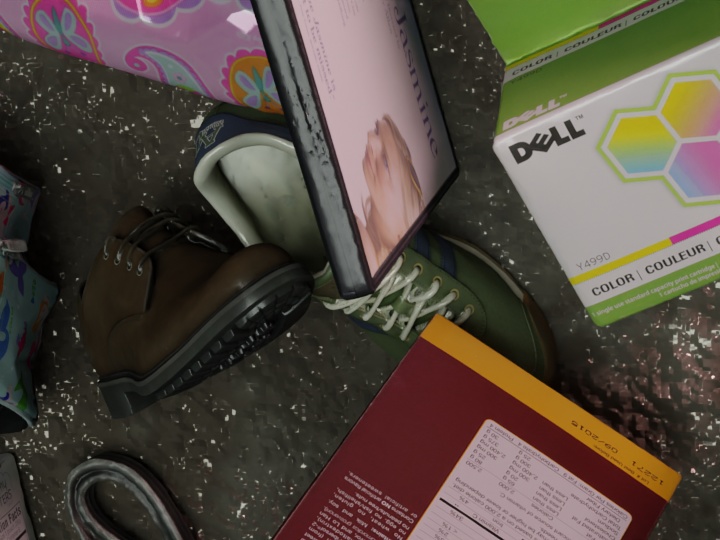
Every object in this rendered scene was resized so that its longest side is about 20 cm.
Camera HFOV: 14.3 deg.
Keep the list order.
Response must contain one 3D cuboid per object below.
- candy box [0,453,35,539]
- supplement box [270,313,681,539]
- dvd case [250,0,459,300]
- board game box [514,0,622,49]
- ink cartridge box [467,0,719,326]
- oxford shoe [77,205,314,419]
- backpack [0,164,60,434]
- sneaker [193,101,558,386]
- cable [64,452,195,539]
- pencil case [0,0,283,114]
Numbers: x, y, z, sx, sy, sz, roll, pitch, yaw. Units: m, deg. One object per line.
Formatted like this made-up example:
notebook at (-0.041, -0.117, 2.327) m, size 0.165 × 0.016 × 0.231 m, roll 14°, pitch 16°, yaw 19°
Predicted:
candy box at (-0.232, 0.206, 1.421) m, size 0.167 × 0.072 × 0.201 m, roll -11°, pitch 102°, yaw 18°
supplement box at (0.011, 0.170, 1.245) m, size 0.132 × 0.200 × 0.198 m, roll 33°, pitch 132°, yaw 5°
dvd case at (0.000, -0.082, 1.206) m, size 0.017 × 0.200 × 0.144 m, roll -14°, pitch 102°, yaw 15°
board game box at (0.111, -0.204, 1.236) m, size 0.120 × 0.032 × 0.200 m, roll 42°, pitch 112°, yaw 6°
ink cartridge box at (0.119, -0.097, 1.209) m, size 0.147 × 0.076 × 0.201 m, roll -23°, pitch 115°, yaw 20°
oxford shoe at (-0.085, 0.011, 1.280) m, size 0.200 × 0.072 × 0.085 m, roll -22°, pitch 94°, yaw 61°
backpack at (-0.239, 0.004, 1.301) m, size 0.176 × 0.200 × 0.152 m, roll 6°, pitch 87°, yaw 15°
sneaker at (0.000, 0.000, 1.289) m, size 0.200 × 0.090 × 0.067 m, roll 43°, pitch 111°, yaw 0°
cable at (-0.071, 0.175, 1.378) m, size 0.097 × 0.050 × 0.201 m, roll -24°, pitch 98°, yaw 22°
pencil case at (-0.100, -0.133, 1.283) m, size 0.199 × 0.087 × 0.088 m, roll 16°, pitch 109°, yaw 11°
